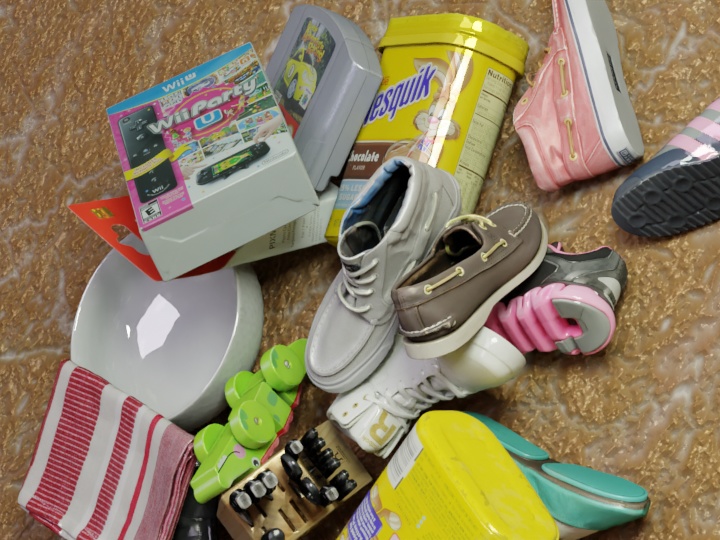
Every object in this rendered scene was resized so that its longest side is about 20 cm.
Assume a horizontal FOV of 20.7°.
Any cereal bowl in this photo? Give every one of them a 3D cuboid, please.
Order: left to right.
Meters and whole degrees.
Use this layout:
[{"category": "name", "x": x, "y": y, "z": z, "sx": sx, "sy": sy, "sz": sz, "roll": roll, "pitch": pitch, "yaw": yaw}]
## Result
[{"category": "cereal bowl", "x": -0.162, "y": 0.059, "z": 1.778, "sx": 0.199, "sy": 0.083, "sz": 0.202, "roll": -16, "pitch": 61, "yaw": 32}]

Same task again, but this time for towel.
[{"category": "towel", "x": -0.223, "y": 0.176, "z": 1.718, "sx": 0.199, "sy": 0.023, "sz": 0.145, "roll": 26, "pitch": 100, "yaw": 43}]

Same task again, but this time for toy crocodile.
[{"category": "toy crocodile", "x": -0.085, "y": 0.124, "z": 1.645, "sx": 0.067, "sy": 0.062, "sz": 0.200, "roll": -36, "pitch": 15, "yaw": 36}]

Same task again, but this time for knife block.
[{"category": "knife block", "x": -0.077, "y": 0.195, "z": 1.570, "sx": 0.200, "sy": 0.175, "sz": 0.064, "roll": -42, "pitch": 82, "yaw": 33}]

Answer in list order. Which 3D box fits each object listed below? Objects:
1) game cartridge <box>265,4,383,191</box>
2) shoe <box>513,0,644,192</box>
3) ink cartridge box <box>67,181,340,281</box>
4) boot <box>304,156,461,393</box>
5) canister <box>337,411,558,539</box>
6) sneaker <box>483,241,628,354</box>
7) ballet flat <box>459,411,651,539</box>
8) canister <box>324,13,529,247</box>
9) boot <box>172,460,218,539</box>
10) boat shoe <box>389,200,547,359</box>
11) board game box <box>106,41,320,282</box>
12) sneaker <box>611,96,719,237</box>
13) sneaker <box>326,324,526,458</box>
[{"category": "game cartridge", "x": -0.042, "y": -0.163, "z": 1.755, "sx": 0.134, "sy": 0.041, "sz": 0.200, "roll": -61, "pitch": 26, "yaw": 11}, {"category": "shoe", "x": 0.166, "y": -0.164, "z": 1.629, "sx": 0.090, "sy": 0.071, "sz": 0.202, "roll": -22, "pitch": 63, "yaw": 23}, {"category": "ink cartridge box", "x": -0.134, "y": -0.061, "z": 1.736, "sx": 0.160, "sy": 0.199, "sz": 0.048, "roll": 36, "pitch": 130, "yaw": 44}, {"category": "boot", "x": 0.000, "y": 0.000, "z": 1.546, "sx": 0.073, "sy": 0.095, "sz": 0.201, "roll": 31, "pitch": 95, "yaw": 29}, {"category": "canister", "x": 0.049, "y": 0.225, "z": 1.494, "sx": 0.149, "sy": 0.086, "sz": 0.201, "roll": 55, "pitch": 126, "yaw": 34}, {"category": "sneaker", "x": 0.131, "y": 0.019, "z": 1.591, "sx": 0.199, "sy": 0.079, "sz": 0.096, "roll": -2, "pitch": 45, "yaw": 39}, {"category": "ballet flat", "x": 0.140, "y": 0.172, "z": 1.519, "sx": 0.199, "sy": 0.067, "sz": 0.071, "roll": 22, "pitch": 104, "yaw": 43}, {"category": "canister", "x": 0.053, "y": -0.106, "z": 1.668, "sx": 0.148, "sy": 0.086, "sz": 0.202, "roll": 6, "pitch": 76, "yaw": 57}, {"category": "boot", "x": -0.180, "y": 0.267, "z": 1.723, "sx": 0.164, "sy": 0.065, "sz": 0.202, "roll": -18, "pitch": 71, "yaw": 47}, {"category": "boat shoe", "x": 0.085, "y": -0.007, "z": 1.531, "sx": 0.071, "sy": 0.060, "sz": 0.200, "roll": -7, "pitch": 26, "yaw": 38}, {"category": "board game box", "x": -0.129, "y": -0.096, "z": 1.685, "sx": 0.147, "sy": 0.065, "sz": 0.200, "roll": -25, "pitch": 36, "yaw": 1}, {"category": "sneaker", "x": 0.280, "y": -0.099, "z": 1.530, "sx": 0.199, "sy": 0.070, "sz": 0.082, "roll": -30, "pitch": 35, "yaw": 24}, {"category": "sneaker", "x": 0.047, "y": 0.101, "z": 1.565, "sx": 0.116, "sy": 0.074, "sz": 0.200, "roll": -56, "pitch": 20, "yaw": -19}]
